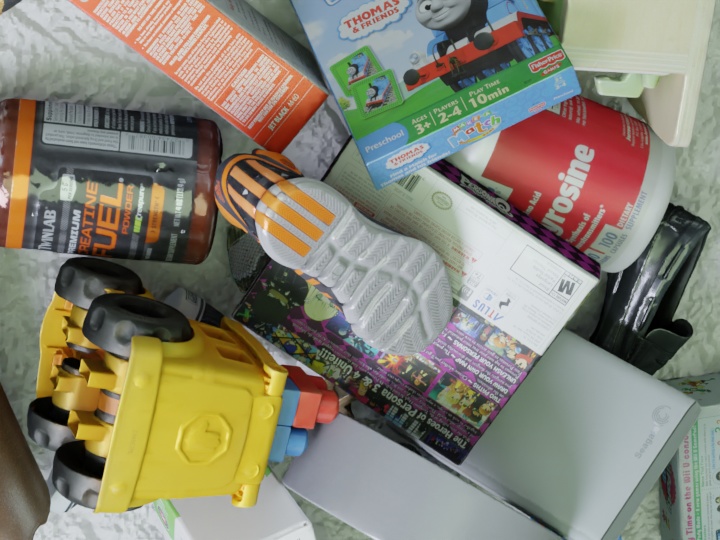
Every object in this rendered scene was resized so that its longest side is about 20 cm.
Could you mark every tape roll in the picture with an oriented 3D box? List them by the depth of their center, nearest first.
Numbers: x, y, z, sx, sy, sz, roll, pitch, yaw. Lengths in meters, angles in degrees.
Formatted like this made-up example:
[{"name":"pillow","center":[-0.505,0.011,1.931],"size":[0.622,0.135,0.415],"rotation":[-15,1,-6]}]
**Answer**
[{"name":"tape roll","center":[0.044,0.172,1.399],"size":[0.200,0.200,0.066],"rotation":[32,84,-19]}]

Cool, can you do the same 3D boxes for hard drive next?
[{"name":"hard drive","center":[0.131,0.107,1.437],"size":[0.132,0.200,0.026],"rotation":[-54,145,-10]}]

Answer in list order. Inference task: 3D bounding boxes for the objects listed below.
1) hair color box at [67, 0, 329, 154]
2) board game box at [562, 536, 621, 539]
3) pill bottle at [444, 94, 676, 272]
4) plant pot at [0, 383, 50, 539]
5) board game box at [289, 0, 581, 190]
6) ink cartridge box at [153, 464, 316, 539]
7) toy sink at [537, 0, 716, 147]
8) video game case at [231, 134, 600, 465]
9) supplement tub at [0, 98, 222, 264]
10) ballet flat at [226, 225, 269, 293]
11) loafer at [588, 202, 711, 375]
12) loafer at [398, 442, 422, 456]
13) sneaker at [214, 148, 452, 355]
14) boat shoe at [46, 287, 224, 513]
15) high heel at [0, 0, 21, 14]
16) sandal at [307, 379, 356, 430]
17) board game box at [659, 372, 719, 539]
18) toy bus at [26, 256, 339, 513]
[{"name":"hair color box","center":[-0.121,-0.172,1.342],"size":[0.200,0.111,0.064],"rotation":[38,102,-19]},{"name":"board game box","center":[0.169,0.226,1.522],"size":[0.045,0.152,0.201],"rotation":[-11,113,-5]},{"name":"pill bottle","center":[0.117,-0.082,1.411],"size":[0.199,0.112,0.113],"rotation":[20,107,-13]},{"name":"plant pot","center":[-0.329,0.121,1.394],"size":[0.199,0.201,0.199],"rotation":[-23,122,1]},{"name":"board game box","center":[0.040,-0.169,1.329],"size":[0.151,0.201,0.037],"rotation":[-26,146,2]},{"name":"ink cartridge box","center":[-0.082,0.239,1.468],"size":[0.084,0.146,0.201],"rotation":[-24,126,-16]},{"name":"toy sink","center":[0.175,-0.200,1.366],"size":[0.111,0.130,0.201],"rotation":[2,112,-9]},{"name":"video game case","center":[0.038,0.015,1.378],"size":[0.199,0.036,0.182],"rotation":[33,114,-4]},{"name":"supplement tub","center":[-0.201,-0.064,1.375],"size":[0.199,0.107,0.108],"rotation":[5,111,-10]},{"name":"ballet flat","center":[0.000,0.000,1.432],"size":[0.199,0.072,0.072],"rotation":[2,112,8]},{"name":"loafer","center":[0.217,0.046,1.495],"size":[0.070,0.068,0.202],"rotation":[20,110,26]},{"name":"loafer","center":[0.058,0.230,1.556],"size":[0.069,0.075,0.201],"rotation":[-29,104,9]},{"name":"sneaker","center":[-0.020,-0.023,1.317],"size":[0.078,0.112,0.200],"rotation":[-48,131,-1]},{"name":"boat shoe","center":[-0.164,0.109,1.473],"size":[0.068,0.072,0.200],"rotation":[34,96,-18]},{"name":"high heel","center":[-0.305,-0.171,1.296],"size":[0.199,0.143,0.072],"rotation":[-8,113,-6]},{"name":"sandal","center":[0.012,0.046,1.470],"size":[0.211,0.078,0.070],"rotation":[-38,108,14]},{"name":"board game box","center":[0.341,0.151,1.567],"size":[0.199,0.064,0.148],"rotation":[-8,112,-7]},{"name":"toy bus","center":[-0.121,0.080,1.357],"size":[0.191,0.200,0.136],"rotation":[6,106,-25]}]
